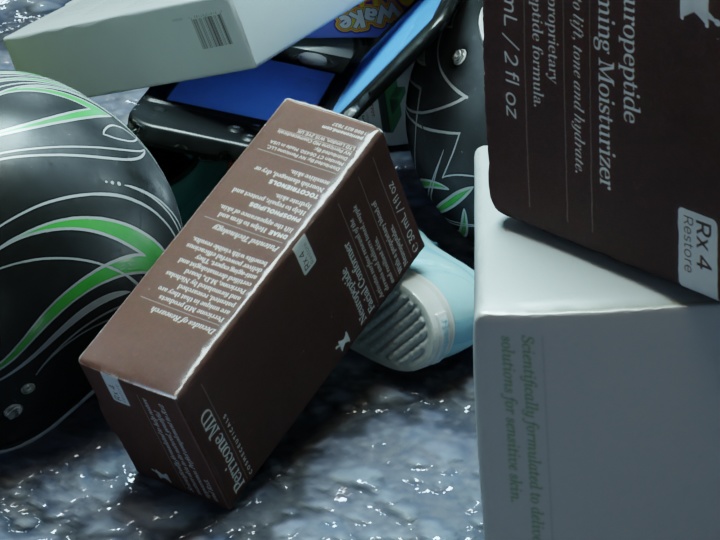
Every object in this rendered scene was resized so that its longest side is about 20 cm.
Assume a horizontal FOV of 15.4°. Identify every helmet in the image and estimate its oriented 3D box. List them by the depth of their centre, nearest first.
[{"bbox_3d":[-0.195,-0.013,1.472,0.190,0.201,0.200,-35,40,-18],"label":"helmet"},{"bbox_3d":[0.119,-0.094,1.581,0.190,0.200,0.200,-39,39,-9],"label":"helmet"}]

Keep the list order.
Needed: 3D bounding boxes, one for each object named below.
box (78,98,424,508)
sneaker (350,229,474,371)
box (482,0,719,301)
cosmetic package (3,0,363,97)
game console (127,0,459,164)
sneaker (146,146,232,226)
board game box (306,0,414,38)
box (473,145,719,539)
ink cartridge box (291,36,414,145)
[{"bbox_3d":[-0.055,0.015,1.430,0.075,0.100,0.200,20,60,33],"label":"box"},{"bbox_3d":[0.000,0.000,1.560,0.082,0.074,0.200,-14,36,-42],"label":"sneaker"},{"bbox_3d":[0.181,-0.098,1.202,0.164,0.167,0.200,-27,37,-37],"label":"box"},{"bbox_3d":[-0.093,-0.158,1.600,0.199,0.052,0.151,-5,24,43],"label":"cosmetic package"},{"bbox_3d":[-0.029,-0.140,1.585,0.175,0.117,0.200,12,22,5],"label":"game console"},{"bbox_3d":[-0.083,-0.065,1.656,0.199,0.080,0.071,-19,33,-27],"label":"sneaker"},{"bbox_3d":[0.025,-0.200,1.750,0.199,0.045,0.135,0,29,0],"label":"board game box"},{"bbox_3d":[0.156,0.057,1.305,0.199,0.200,0.172,-3,30,3],"label":"box"},{"bbox_3d":[-0.023,-0.145,1.789,0.199,0.085,0.146,-8,31,-9],"label":"ink cartridge box"}]
